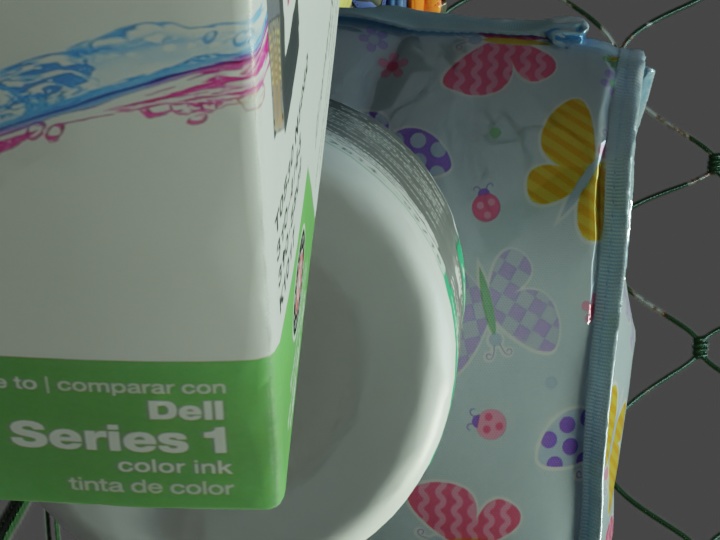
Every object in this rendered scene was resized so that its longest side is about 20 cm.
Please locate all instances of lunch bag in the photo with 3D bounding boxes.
[{"bbox_3d":[0.007,0.013,0.865,0.127,0.169,0.201,-70,163,-76],"label":"lunch bag"}]

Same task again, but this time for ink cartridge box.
[{"bbox_3d":[-0.049,-0.076,0.458,0.201,0.083,0.145,90,5,-49],"label":"ink cartridge box"}]

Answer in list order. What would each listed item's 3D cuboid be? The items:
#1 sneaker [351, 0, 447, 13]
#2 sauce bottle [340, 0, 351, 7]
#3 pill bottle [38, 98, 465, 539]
[{"bbox_3d":[-0.022,-0.178,1.070,0.075,0.078,0.201,-105,177,-59],"label":"sneaker"},{"bbox_3d":[-0.035,-0.113,0.917,0.200,0.064,0.065,30,63,-89],"label":"sauce bottle"},{"bbox_3d":[-0.028,0.009,0.703,0.200,0.112,0.114,-66,159,-82],"label":"pill bottle"}]
